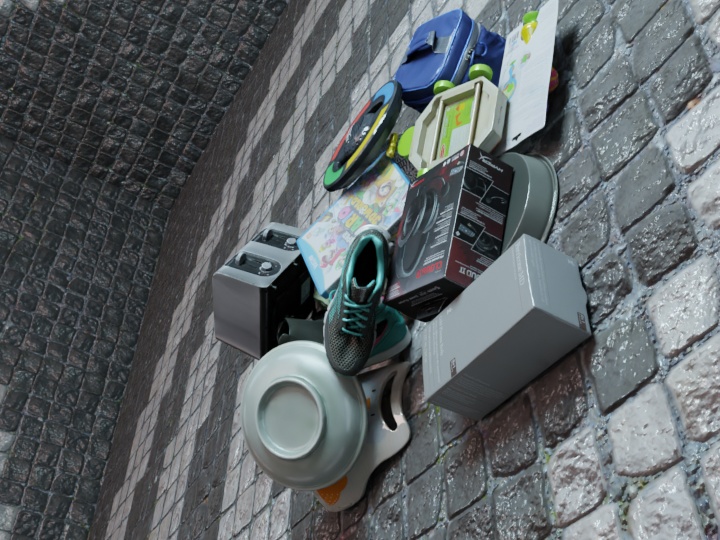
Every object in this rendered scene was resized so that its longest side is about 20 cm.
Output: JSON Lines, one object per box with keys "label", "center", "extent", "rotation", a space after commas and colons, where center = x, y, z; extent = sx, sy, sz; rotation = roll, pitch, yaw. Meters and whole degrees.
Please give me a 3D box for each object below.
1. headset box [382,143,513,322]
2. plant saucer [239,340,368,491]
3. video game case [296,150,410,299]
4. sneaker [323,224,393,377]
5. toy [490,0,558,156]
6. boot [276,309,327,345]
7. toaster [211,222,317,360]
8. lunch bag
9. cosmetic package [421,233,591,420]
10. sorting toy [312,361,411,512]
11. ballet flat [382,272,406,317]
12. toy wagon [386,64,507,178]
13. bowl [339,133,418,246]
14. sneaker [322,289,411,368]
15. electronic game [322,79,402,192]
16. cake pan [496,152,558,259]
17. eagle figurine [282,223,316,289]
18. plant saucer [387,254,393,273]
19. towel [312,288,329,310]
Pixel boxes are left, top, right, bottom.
{"label": "headset box", "center": [0.108, -0.034, 1.002], "extent": [0.148, 0.076, 0.204], "rotation": [-26, 44, 59]}
{"label": "plant saucer", "center": [-0.087, 0.198, 1.072], "extent": [0.203, 0.198, 0.050], "rotation": [-63, -21, 8]}
{"label": "video game case", "center": [-0.006, -0.070, 1.169], "extent": [0.200, 0.018, 0.144], "rotation": [-44, 39, 12]}
{"label": "sneaker", "center": [-0.006, 0.037, 1.025], "extent": [0.091, 0.076, 0.205], "rotation": [68, -148, -88]}
{"label": "toy", "center": [0.231, -0.252, 1.061], "extent": [0.115, 0.046, 0.204], "rotation": [-28, 50, 60]}
{"label": "boot", "center": [-0.087, 0.096, 1.344], "extent": [0.079, 0.136, 0.200], "rotation": [-63, 21, 8]}
{"label": "toaster", "center": [-0.158, 0.040, 1.370], "extent": [0.181, 0.117, 0.203], "rotation": [-48, -29, -47]}
{"label": "lunch bag", "center": [0.136, -0.314, 1.230], "extent": [0.138, 0.130, 0.199], "rotation": [-68, 21, -4]}
{"label": "cosmetic package", "center": [0.155, 0.068, 0.881], "extent": [0.201, 0.089, 0.108], "rotation": [-53, 25, 40]}
{"label": "sorting toy", "center": [0.001, 0.209, 1.126], "extent": [0.178, 0.107, 0.203], "rotation": [-27, 41, 30]}
{"label": "ballet flat", "center": [0.000, 0.000, 1.199], "extent": [0.198, 0.076, 0.068], "rotation": [33, 74, 30]}
{"label": "toy wagon", "center": [0.117, -0.194, 1.109], "extent": [0.198, 0.039, 0.158], "rotation": [-13, 58, 48]}
{"label": "bowl", "center": [0.065, -0.100, 1.209], "extent": [0.199, 0.094, 0.204], "rotation": [-28, 44, 31]}
{"label": "sneaker", "center": [-0.032, 0.094, 1.120], "extent": [0.197, 0.122, 0.084], "rotation": [-29, 31, -7]}
{"label": "electronic game", "center": [0.002, -0.211, 1.243], "extent": [0.201, 0.041, 0.201], "rotation": [-51, 18, 23]}
{"label": "cake pan", "center": [0.175, -0.064, 1.026], "extent": [0.201, 0.036, 0.203], "rotation": [-50, 27, 38]}
{"label": "eagle figurine", "center": [-0.099, -0.020, 1.527], "extent": [0.197, 0.150, 0.155], "rotation": [-5, 99, 38]}
{"label": "plant saucer", "center": [0.017, -0.022, 1.361], "extent": [0.200, 0.031, 0.203], "rotation": [-49, 28, 37]}
{"label": "towel", "center": [-0.017, 0.005, 1.327], "extent": [0.151, 0.036, 0.199], "rotation": [-68, 22, -2]}
